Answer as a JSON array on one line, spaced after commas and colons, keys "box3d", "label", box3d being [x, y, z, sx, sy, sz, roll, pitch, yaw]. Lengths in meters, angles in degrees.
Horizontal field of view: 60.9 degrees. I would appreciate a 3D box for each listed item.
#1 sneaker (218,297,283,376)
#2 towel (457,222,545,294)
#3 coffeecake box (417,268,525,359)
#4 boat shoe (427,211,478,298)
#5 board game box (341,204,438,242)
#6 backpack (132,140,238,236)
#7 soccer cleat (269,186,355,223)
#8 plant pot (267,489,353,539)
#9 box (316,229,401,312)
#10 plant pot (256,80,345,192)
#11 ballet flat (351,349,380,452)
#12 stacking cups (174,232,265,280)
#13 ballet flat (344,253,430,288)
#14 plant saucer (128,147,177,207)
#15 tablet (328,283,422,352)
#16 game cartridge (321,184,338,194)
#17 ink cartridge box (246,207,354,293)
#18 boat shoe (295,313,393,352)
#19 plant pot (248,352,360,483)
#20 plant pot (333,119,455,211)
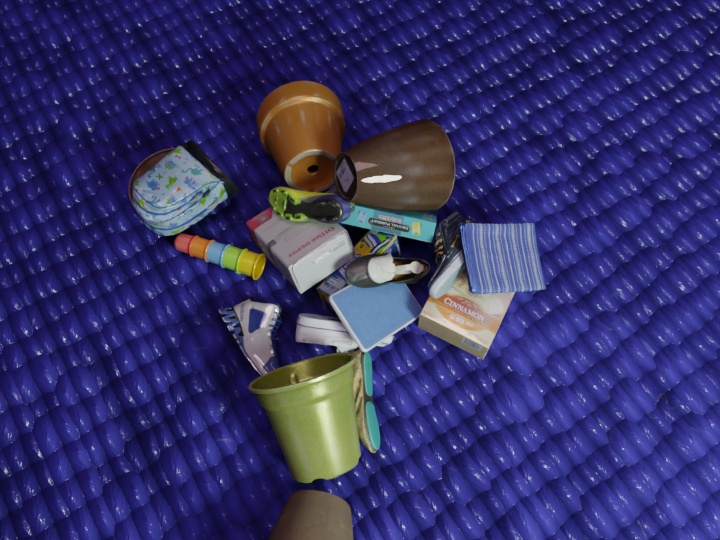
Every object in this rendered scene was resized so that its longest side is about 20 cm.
[{"box3d": [-0.194, 0.127, 1.236, 0.115, 0.081, 0.200, -33, 67, -13], "label": "sneaker"}, {"box3d": [0.288, -0.028, 1.232, 0.198, 0.024, 0.146, -2, 78, -28], "label": "towel"}, {"box3d": [0.231, 0.056, 1.276, 0.152, 0.073, 0.201, 25, 66, 12], "label": "coffeecake box"}, {"box3d": [0.175, -0.033, 1.247, 0.091, 0.071, 0.200, 33, 61, 18], "label": "boat shoe"}, {"box3d": [0.068, -0.127, 1.333, 0.198, 0.047, 0.151, 12, 25, 6], "label": "board game box"}, {"box3d": [-0.392, -0.171, 1.318, 0.200, 0.154, 0.163, -44, 78, -5], "label": "backpack"}, {"box3d": [-0.102, -0.134, 1.263, 0.199, 0.065, 0.083, 13, 20, 31], "label": "soccer cleat"}, {"box3d": [-0.084, 0.473, 1.024, 0.198, 0.201, 0.176, 9, 48, 4], "label": "plant pot"}, {"box3d": [0.000, 0.000, 1.298, 0.064, 0.070, 0.200, 30, 67, 30], "label": "box"}, {"box3d": [-0.119, -0.277, 1.347, 0.198, 0.201, 0.184, -12, 54, -6], "label": "plant pot"}, {"box3d": [-0.004, 0.255, 1.190, 0.070, 0.071, 0.202, -5, 65, -3], "label": "ballet flat"}, {"box3d": [-0.306, -0.040, 1.331, 0.198, 0.061, 0.061, 20, 66, 12], "label": "stacking cups"}, {"box3d": [0.062, -0.005, 1.246, 0.199, 0.068, 0.069, -5, 81, -37], "label": "ballet flat"}, {"box3d": [-0.430, -0.191, 1.412, 0.198, 0.037, 0.202, 0, 64, -1], "label": "plant saucer"}, {"box3d": [0.035, 0.072, 1.240, 0.199, 0.014, 0.131, -27, 80, -43], "label": "tablet"}, {"box3d": [-0.004, -0.208, 1.359, 0.200, 0.129, 0.039, -40, 103, -29], "label": "game cartridge"}, {"box3d": [-0.127, -0.065, 1.292, 0.145, 0.085, 0.200, -34, 45, -15], "label": "ink cartridge box"}, {"box3d": [-0.035, 0.136, 1.247, 0.198, 0.074, 0.066, 12, 95, -1], "label": "boat shoe"}, {"box3d": [-0.082, 0.268, 1.103, 0.198, 0.200, 0.186, -15, 93, -8], "label": "plant pot"}, {"box3d": [0.053, -0.199, 1.222, 0.198, 0.187, 0.188, -13, 63, -29], "label": "plant pot"}]
